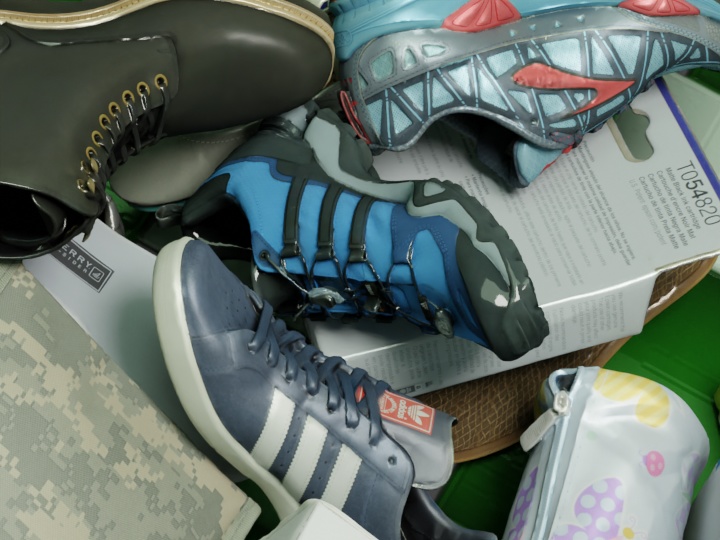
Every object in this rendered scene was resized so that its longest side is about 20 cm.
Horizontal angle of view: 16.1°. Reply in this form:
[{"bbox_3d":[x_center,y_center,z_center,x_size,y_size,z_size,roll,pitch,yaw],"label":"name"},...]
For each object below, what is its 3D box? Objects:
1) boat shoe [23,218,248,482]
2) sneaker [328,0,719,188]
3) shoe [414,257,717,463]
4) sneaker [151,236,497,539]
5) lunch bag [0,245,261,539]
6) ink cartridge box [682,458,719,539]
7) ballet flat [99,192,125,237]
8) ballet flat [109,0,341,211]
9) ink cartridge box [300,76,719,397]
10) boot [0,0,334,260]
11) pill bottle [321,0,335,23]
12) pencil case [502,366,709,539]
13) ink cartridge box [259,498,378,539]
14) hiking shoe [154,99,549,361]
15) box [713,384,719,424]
[{"bbox_3d":[-0.119,0.020,1.103,0.200,0.057,0.069,44,54,-3],"label":"boat shoe"},{"bbox_3d":[0.081,-0.085,1.151,0.198,0.079,0.096,-2,90,-15],"label":"sneaker"},{"bbox_3d":[0.083,0.025,1.194,0.199,0.053,0.070,-33,109,-18],"label":"shoe"},{"bbox_3d":[-0.009,0.060,1.052,0.084,0.201,0.075,-22,27,22],"label":"sneaker"},{"bbox_3d":[-0.158,0.124,1.006,0.164,0.117,0.201,47,47,-19],"label":"lunch bag"},{"bbox_3d":[0.249,0.133,1.097,0.198,0.145,0.085,10,59,-3],"label":"ink cartridge box"},{"bbox_3d":[-0.164,0.045,1.131,0.066,0.057,0.201,22,58,5],"label":"ballet flat"},{"bbox_3d":[-0.033,-0.097,1.181,0.199,0.064,0.067,-26,45,-15],"label":"ballet flat"},{"bbox_3d":[0.056,-0.035,1.175,0.198,0.041,0.200,-15,43,-4],"label":"ink cartridge box"},{"bbox_3d":[-0.097,-0.054,1.047,0.198,0.078,0.139,-6,38,-13],"label":"boot"},{"bbox_3d":[-0.016,-0.168,1.253,0.198,0.112,0.113,-15,63,-17],"label":"pill bottle"},{"bbox_3d":[0.092,0.141,1.097,0.082,0.091,0.201,2,56,26],"label":"pencil case"},{"bbox_3d":[-0.055,0.207,0.994,0.085,0.148,0.201,37,59,-6],"label":"ink cartridge box"},{"bbox_3d":[0.000,0.000,1.078,0.087,0.075,0.200,-39,39,-16],"label":"hiking shoe"},{"bbox_3d":[0.272,0.073,1.193,0.198,0.050,0.076,-3,60,-11],"label":"box"}]
